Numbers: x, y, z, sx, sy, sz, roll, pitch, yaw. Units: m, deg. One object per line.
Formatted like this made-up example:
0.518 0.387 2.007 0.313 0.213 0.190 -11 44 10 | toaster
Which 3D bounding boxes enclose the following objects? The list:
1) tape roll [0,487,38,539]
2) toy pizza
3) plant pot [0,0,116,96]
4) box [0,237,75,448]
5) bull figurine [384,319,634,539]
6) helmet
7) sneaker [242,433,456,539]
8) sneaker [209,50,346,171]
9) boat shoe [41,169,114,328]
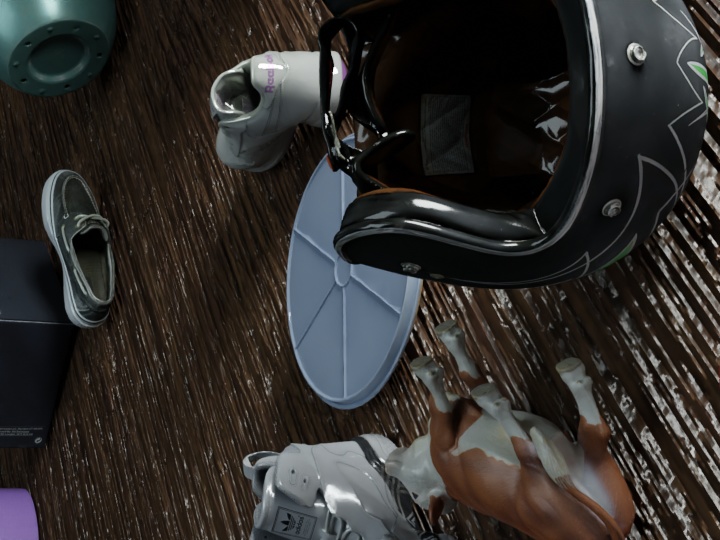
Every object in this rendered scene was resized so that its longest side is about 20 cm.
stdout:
-0.489 0.395 1.829 0.199 0.065 0.204 -16 72 61 | tape roll
0.000 0.000 0.995 0.199 0.031 0.204 -19 69 59 | toy pizza
-0.380 -0.306 1.614 0.201 0.198 0.162 -56 50 42 | plant pot
-0.463 0.092 1.767 0.201 0.122 0.201 55 134 48 | box
0.077 0.101 0.776 0.199 0.065 0.123 10 127 55 | bull figurine
0.079 -0.082 0.690 0.200 0.188 0.204 -5 -90 -80 | helmet
-0.006 0.183 0.884 0.201 0.113 0.076 58 135 49 | sneaker
-0.090 -0.137 1.118 0.200 0.098 0.076 -29 63 59 | sneaker
-0.317 -0.035 1.583 0.071 0.071 0.203 -37 63 43 | boat shoe
